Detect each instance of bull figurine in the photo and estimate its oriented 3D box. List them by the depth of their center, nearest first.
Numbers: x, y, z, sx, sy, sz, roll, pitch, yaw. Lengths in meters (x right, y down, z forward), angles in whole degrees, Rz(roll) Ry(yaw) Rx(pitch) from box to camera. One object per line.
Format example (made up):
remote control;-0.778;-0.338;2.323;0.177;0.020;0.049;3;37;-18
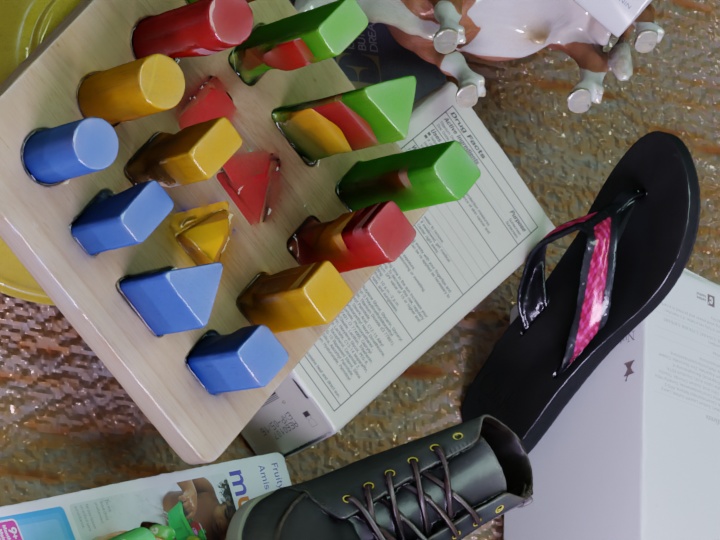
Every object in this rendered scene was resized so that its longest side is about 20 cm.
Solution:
bull figurine;0.063;-0.138;1.614;0.199;0.065;0.122;-5;38;-17

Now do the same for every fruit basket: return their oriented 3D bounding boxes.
fruit basket;-0.078;0.186;1.441;0.199;0.094;0.186;-8;78;-41

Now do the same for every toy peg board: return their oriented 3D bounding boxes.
toy peg board;-0.057;-0.050;1.430;0.200;0.098;0.199;52;58;-18

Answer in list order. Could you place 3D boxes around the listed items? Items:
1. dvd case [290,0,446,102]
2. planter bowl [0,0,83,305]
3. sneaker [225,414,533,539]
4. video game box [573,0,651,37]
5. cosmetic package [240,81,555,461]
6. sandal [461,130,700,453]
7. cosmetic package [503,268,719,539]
dvd case;-0.042;-0.157;1.643;0.199;0.016;0.150;4;71;-34
planter bowl;-0.137;-0.089;1.494;0.199;0.083;0.202;8;74;-30
sneaker;0.010;0.119;1.468;0.075;0.106;0.200;62;23;-4
video game box;0.104;-0.222;1.622;0.182;0.047;0.200;39;26;2
cosmetic package;0.000;0.000;1.577;0.200;0.073;0.104;-40;97;-39
sandal;0.110;0.015;1.585;0.045;0.201;0.075;22;18;-39
cosmetic package;0.140;0.107;1.609;0.081;0.113;0.201;22;59;-34
